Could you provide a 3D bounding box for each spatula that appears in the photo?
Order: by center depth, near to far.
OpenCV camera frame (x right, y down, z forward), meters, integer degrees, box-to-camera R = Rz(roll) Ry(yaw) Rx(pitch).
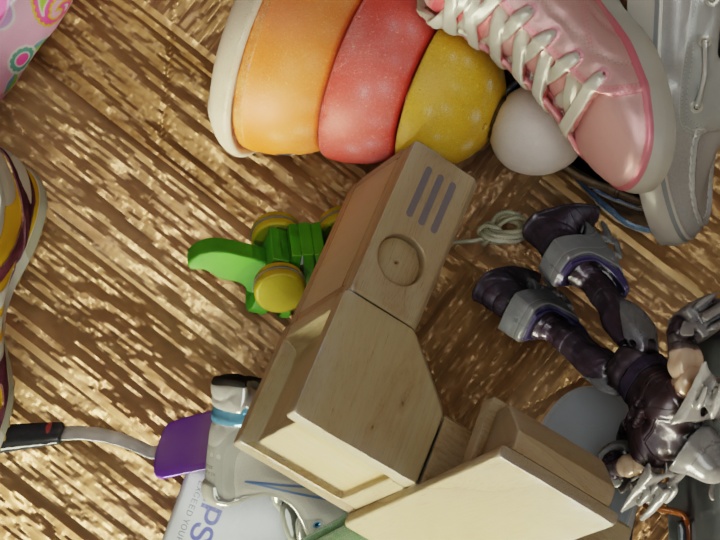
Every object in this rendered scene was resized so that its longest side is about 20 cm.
[{"bbox_3d":[-0.157,0.098,1.261,0.199,0.057,0.021,0,124,6],"label":"spatula"}]

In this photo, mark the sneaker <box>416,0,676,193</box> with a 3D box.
[{"bbox_3d":[0.087,-0.123,1.142,0.104,0.075,0.201,-7,62,-24],"label":"sneaker"}]

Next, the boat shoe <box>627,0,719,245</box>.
[{"bbox_3d":[0.185,-0.109,1.170,0.068,0.072,0.201,3,104,21],"label":"boat shoe"}]

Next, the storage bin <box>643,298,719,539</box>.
[{"bbox_3d":[0.236,0.113,1.221,0.145,0.134,0.201,1,87,-1],"label":"storage bin"}]

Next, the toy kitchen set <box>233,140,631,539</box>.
[{"bbox_3d":[0.079,0.052,1.143,0.200,0.163,0.181,32,61,-16],"label":"toy kitchen set"}]

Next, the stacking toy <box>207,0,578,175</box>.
[{"bbox_3d":[0.028,-0.101,1.202,0.200,0.146,0.146,23,87,14],"label":"stacking toy"}]

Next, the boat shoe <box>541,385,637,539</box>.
[{"bbox_3d":[0.128,0.169,1.249,0.070,0.066,0.200,0,69,3],"label":"boat shoe"}]

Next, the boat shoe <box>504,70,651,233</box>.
[{"bbox_3d":[0.115,-0.099,1.258,0.200,0.072,0.072,35,87,0],"label":"boat shoe"}]

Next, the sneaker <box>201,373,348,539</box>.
[{"bbox_3d":[-0.003,0.120,1.231,0.200,0.075,0.087,15,91,-22],"label":"sneaker"}]

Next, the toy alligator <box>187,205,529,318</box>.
[{"bbox_3d":[0.000,0.000,1.265,0.199,0.059,0.054,-4,130,-4],"label":"toy alligator"}]

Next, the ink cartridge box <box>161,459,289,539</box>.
[{"bbox_3d":[-0.041,0.235,1.257,0.200,0.041,0.200,21,87,-1],"label":"ink cartridge box"}]

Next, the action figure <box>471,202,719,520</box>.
[{"bbox_3d":[0.150,0.049,1.201,0.200,0.069,0.130,52,123,36],"label":"action figure"}]

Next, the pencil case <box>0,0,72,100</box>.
[{"bbox_3d":[-0.217,-0.151,1.248,0.087,0.087,0.200,40,89,1],"label":"pencil case"}]

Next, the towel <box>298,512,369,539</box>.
[{"bbox_3d":[-0.009,0.237,1.210,0.152,0.023,0.200,-25,113,-21],"label":"towel"}]

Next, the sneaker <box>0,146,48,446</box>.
[{"bbox_3d":[-0.234,0.025,1.229,0.075,0.090,0.201,6,81,12],"label":"sneaker"}]
